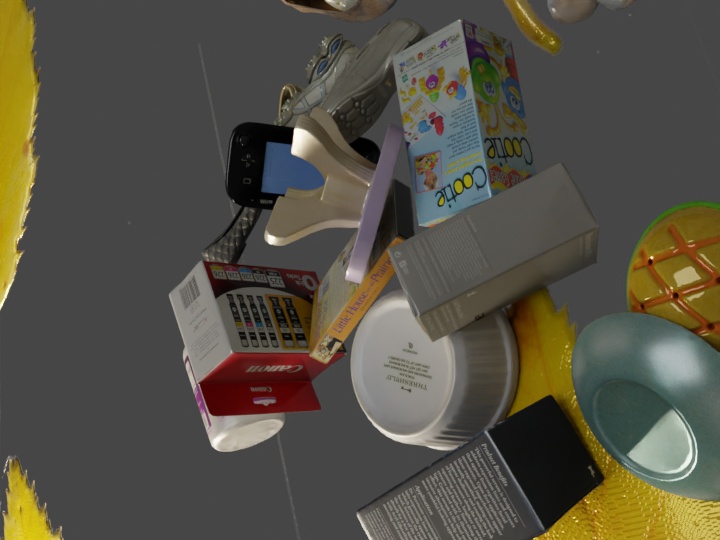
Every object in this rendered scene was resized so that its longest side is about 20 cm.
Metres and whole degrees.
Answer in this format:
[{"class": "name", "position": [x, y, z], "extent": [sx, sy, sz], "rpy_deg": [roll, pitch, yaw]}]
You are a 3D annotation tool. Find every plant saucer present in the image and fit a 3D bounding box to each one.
[{"class": "plant saucer", "position": [0.265, 0.135, 0.789], "extent": [0.200, 0.039, 0.202], "rpy_deg": [35, 143, 32]}]

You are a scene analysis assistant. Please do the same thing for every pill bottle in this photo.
[{"class": "pill bottle", "position": [-0.188, 0.144, 1.239], "extent": [0.112, 0.112, 0.201], "rpy_deg": [-40, 61, 34]}]

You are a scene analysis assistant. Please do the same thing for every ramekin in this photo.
[{"class": "ramekin", "position": [0.075, 0.108, 1.002], "extent": [0.201, 0.094, 0.205], "rpy_deg": [-4, 84, 43]}]

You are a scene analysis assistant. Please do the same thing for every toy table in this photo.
[{"class": "toy table", "position": [-0.027, -0.093, 0.980], "extent": [0.185, 0.116, 0.201], "rpy_deg": [107, 180, -48]}]

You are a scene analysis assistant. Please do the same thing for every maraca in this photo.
[{"class": "maraca", "position": [0.302, 0.038, 0.784], "extent": [0.136, 0.106, 0.202], "rpy_deg": [18, 108, 44]}]

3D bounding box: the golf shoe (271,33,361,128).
[{"class": "golf shoe", "position": [-0.054, -0.203, 1.133], "extent": [0.201, 0.097, 0.078], "rpy_deg": [-55, 11, 12]}]

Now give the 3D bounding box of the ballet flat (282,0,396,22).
[{"class": "ballet flat", "position": [-0.039, -0.370, 1.162], "extent": [0.199, 0.067, 0.069], "rpy_deg": [13, 97, 43]}]

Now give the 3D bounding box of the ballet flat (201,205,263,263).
[{"class": "ballet flat", "position": [-0.176, -0.085, 1.270], "extent": [0.067, 0.056, 0.201], "rpy_deg": [-87, 23, -66]}]

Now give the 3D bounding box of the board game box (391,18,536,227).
[{"class": "board game box", "position": [0.119, -0.156, 0.972], "extent": [0.104, 0.102, 0.202], "rpy_deg": [-18, 75, 41]}]

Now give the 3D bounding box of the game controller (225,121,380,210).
[{"class": "game controller", "position": [-0.071, -0.125, 1.100], "extent": [0.042, 0.198, 0.106], "rpy_deg": [179, 96, -73]}]

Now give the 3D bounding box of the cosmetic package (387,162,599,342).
[{"class": "cosmetic package", "position": [0.137, -0.015, 0.886], "extent": [0.198, 0.107, 0.091], "rpy_deg": [-25, 66, 6]}]

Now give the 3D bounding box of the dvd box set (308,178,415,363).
[{"class": "dvd box set", "position": [0.000, 0.000, 1.073], "extent": [0.201, 0.029, 0.147], "rpy_deg": [-54, 18, 26]}]

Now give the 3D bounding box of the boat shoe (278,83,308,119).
[{"class": "boat shoe", "position": [-0.097, -0.153, 1.204], "extent": [0.073, 0.063, 0.203], "rpy_deg": [19, 100, 43]}]

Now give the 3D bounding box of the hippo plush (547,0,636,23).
[{"class": "hippo plush", "position": [0.204, -0.361, 0.865], "extent": [0.159, 0.160, 0.202], "rpy_deg": [-31, 67, 38]}]

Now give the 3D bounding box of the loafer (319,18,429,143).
[{"class": "loafer", "position": [0.003, -0.231, 1.079], "extent": [0.200, 0.070, 0.070], "rpy_deg": [-46, 49, -4]}]

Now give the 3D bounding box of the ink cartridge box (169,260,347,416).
[{"class": "ink cartridge box", "position": [-0.122, 0.088, 1.118], "extent": [0.084, 0.199, 0.177], "rpy_deg": [-40, 61, 33]}]

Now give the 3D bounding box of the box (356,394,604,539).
[{"class": "box", "position": [0.123, 0.235, 0.900], "extent": [0.200, 0.148, 0.108], "rpy_deg": [-40, 73, 33]}]
